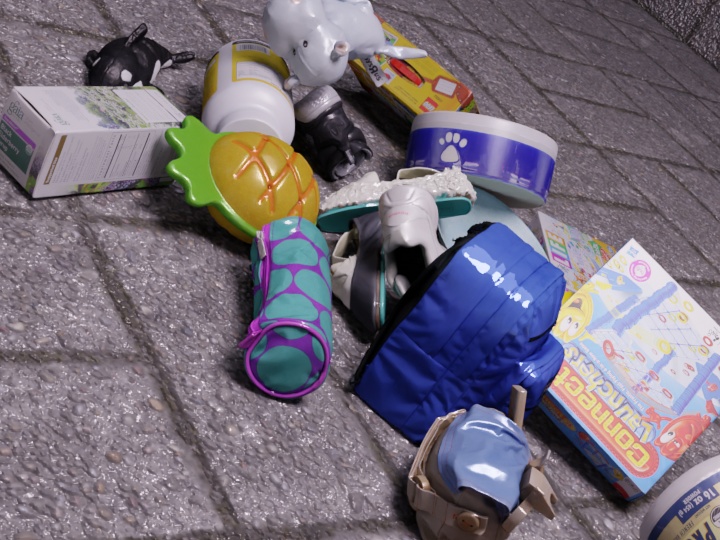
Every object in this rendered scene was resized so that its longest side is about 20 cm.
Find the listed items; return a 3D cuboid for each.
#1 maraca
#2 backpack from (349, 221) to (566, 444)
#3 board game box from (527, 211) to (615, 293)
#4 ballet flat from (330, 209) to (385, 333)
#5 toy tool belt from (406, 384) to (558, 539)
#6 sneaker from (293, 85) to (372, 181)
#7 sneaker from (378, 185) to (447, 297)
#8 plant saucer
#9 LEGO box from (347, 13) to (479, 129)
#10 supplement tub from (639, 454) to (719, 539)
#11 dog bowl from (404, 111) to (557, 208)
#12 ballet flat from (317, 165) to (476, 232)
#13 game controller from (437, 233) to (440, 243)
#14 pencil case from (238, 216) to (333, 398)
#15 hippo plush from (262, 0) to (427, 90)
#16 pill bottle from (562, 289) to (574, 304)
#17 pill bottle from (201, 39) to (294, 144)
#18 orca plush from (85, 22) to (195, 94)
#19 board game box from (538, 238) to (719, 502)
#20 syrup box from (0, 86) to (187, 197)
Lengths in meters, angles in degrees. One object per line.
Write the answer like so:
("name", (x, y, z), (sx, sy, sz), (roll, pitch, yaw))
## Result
("maraca", (-0.124, -0.094, 1.232), (0.199, 0.107, 0.138), (21, 44, -37))
("backpack", (0.119, 0.063, 1.130), (0.167, 0.201, 0.162), (35, 27, 9))
("board game box", (0.305, 0.004, 1.596), (0.133, 0.034, 0.201), (24, 28, -13))
("ballet flat", (0.000, 0.000, 1.271), (0.072, 0.073, 0.201), (25, 34, -12))
("toy tool belt", (0.107, 0.189, 0.993), (0.124, 0.124, 0.201), (28, 28, -5))
("sneaker", (-0.044, -0.179, 1.508), (0.115, 0.075, 0.200), (58, -1, -10))
("sneaker", (0.064, 0.009, 1.246), (0.100, 0.077, 0.201), (-79, 148, -42))
("plant saucer", (0.161, -0.018, 1.453), (0.200, 0.039, 0.202), (28, 39, -25))
("LEGO box", (0.080, -0.266, 1.700), (0.200, 0.077, 0.149), (42, -1, 20))
("supplement tub", (0.371, 0.288, 1.073), (0.143, 0.145, 0.201), (7, 35, -38))
("dog bowl", (0.159, -0.145, 1.536), (0.198, 0.080, 0.200), (13, -5, 1))
("ballet flat", (0.039, -0.089, 1.377), (0.197, 0.072, 0.072), (-6, 36, -8))
("game controller", (0.079, -0.057, 1.475), (0.199, 0.042, 0.105), (-2, 56, -46))
("pencil case", (-0.071, 0.031, 1.116), (0.092, 0.085, 0.201), (37, 23, -24))
("hippo plush", (-0.057, -0.276, 1.396), (0.201, 0.158, 0.161), (53, 40, -14))
("pill bottle", (0.262, 0.100, 1.316), (0.199, 0.105, 0.104), (34, 27, 5))
("pill bottle", (-0.136, -0.191, 1.388), (0.111, 0.113, 0.201), (21, 29, -18))
("orca plush", (-0.266, -0.268, 1.427), (0.105, 0.071, 0.199), (40, 28, 16))
("board game box", (0.289, 0.104, 1.233), (0.196, 0.056, 0.200), (-41, 81, -18))
("syrup box", (-0.273, -0.136, 1.191), (0.079, 0.082, 0.199), (41, 29, 23))
